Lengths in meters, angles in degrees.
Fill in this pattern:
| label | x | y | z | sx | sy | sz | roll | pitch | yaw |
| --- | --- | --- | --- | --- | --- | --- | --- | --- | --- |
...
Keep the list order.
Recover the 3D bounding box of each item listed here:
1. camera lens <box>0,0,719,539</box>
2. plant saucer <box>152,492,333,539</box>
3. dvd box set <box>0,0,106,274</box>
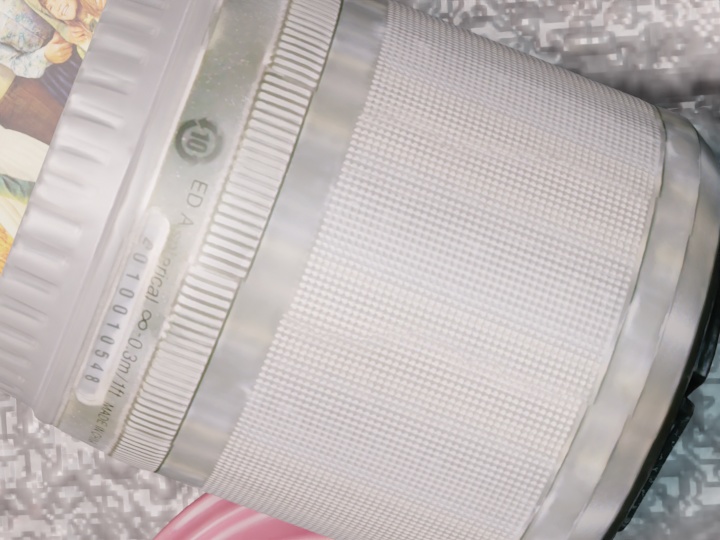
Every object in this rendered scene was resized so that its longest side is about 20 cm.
| label | x | y | z | sx | sy | sz | roll | pitch | yaw |
| --- | --- | --- | --- | --- | --- | --- | --- | --- | --- |
| camera lens | 0.000 | 0.000 | 0.722 | 0.200 | 0.160 | 0.160 | 21 | 97 | -7 |
| plant saucer | 0.000 | 0.161 | 0.805 | 0.200 | 0.051 | 0.201 | 0 | 93 | 9 |
| dvd box set | -0.128 | -0.081 | 0.819 | 0.200 | 0.029 | 0.146 | 35 | 98 | 5 |
